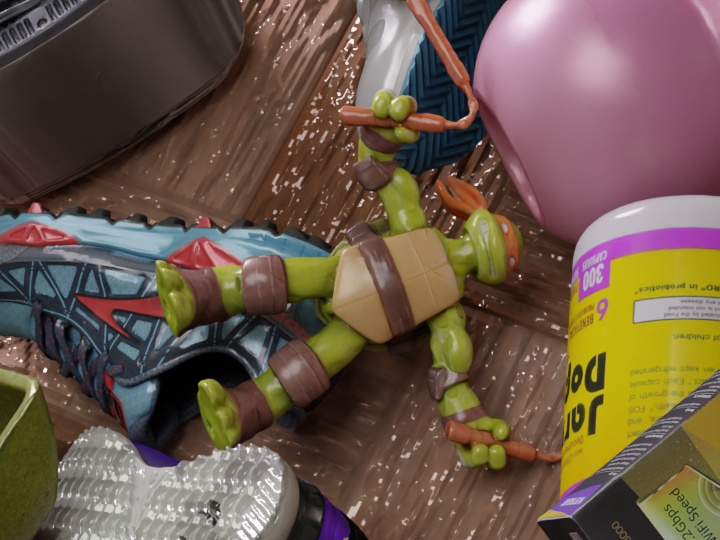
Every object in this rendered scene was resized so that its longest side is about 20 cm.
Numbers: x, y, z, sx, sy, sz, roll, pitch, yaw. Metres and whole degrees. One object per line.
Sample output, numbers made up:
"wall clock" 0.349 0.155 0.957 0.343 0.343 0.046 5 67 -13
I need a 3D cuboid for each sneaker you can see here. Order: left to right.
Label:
"sneaker" -0.102 0.027 1.272 0.199 0.079 0.096 1 68 22
"sneaker" -0.061 0.119 1.212 0.200 0.099 0.070 2 62 56
"sneaker" 0.028 -0.128 1.307 0.081 0.077 0.201 -1 58 29

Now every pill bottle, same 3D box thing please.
"pill bottle" 0.128 0.080 1.139 0.104 0.104 0.201 -4 64 19

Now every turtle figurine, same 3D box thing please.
"turtle figurine" 0.000 0.000 1.209 0.161 0.064 0.201 -20 98 -11

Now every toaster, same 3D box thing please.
"toaster" -0.147 -0.113 1.329 0.200 0.129 0.114 -34 57 2

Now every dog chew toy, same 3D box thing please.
"dog chew toy" 0.149 -0.092 1.213 0.200 0.125 0.125 -28 58 -3

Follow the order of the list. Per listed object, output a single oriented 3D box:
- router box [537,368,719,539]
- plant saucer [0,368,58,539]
"router box" 0.186 0.117 1.055 0.157 0.052 0.200 -39 92 -12
"plant saucer" -0.206 0.131 1.237 0.200 0.048 0.200 -57 25 -12
